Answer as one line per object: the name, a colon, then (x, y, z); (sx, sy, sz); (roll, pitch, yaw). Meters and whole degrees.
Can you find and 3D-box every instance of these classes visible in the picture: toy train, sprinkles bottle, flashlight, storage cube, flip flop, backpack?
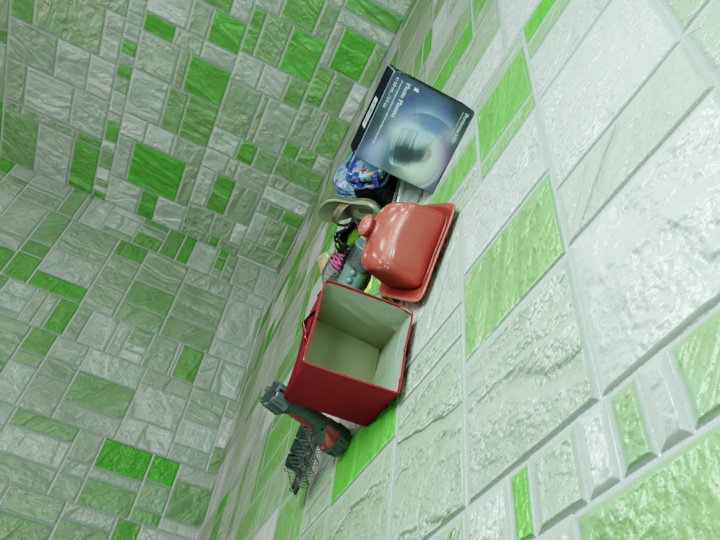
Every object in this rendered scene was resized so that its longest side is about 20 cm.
toy train: (0.000, 0.000, 1.418); (0.114, 0.085, 0.201); (-32, -25, -55)
sprinkles bottle: (-0.056, 0.053, 1.565); (0.068, 0.067, 0.202); (-50, 49, 53)
flashlight: (-0.109, 0.292, 1.232); (0.068, 0.199, 0.068); (1, 56, 59)
storage cube: (-0.025, 0.154, 1.151); (0.180, 0.198, 0.172); (119, 168, -54)
flip flop: (-0.032, -0.136, 1.550); (0.198, 0.081, 0.058); (6, 60, 39)
backpack: (0.017, -0.241, 1.584); (0.198, 0.135, 0.184); (4, 53, 35)

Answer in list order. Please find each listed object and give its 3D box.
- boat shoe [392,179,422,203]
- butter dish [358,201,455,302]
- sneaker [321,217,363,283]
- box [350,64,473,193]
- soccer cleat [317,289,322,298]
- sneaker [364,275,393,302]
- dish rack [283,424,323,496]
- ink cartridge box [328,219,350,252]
boat shoe: (0.083, -0.131, 1.484); (0.072, 0.068, 0.202); (-140, 73, -78)
butter dish: (0.063, -0.059, 1.208); (0.199, 0.147, 0.202); (7, 73, 67)
sneaker: (-0.040, -0.048, 1.491); (0.200, 0.087, 0.074); (-51, 56, 14)
box: (0.109, -0.309, 1.378); (0.124, 0.196, 0.202); (-102, 36, -66)
soccer cleat: (-0.034, 0.049, 1.648); (0.199, 0.073, 0.069); (-36, 57, 42)
sneaker: (0.051, 0.046, 1.344); (0.083, 0.074, 0.201); (27, 86, 44)
dish rack: (-0.121, 0.418, 1.434); (0.200, 0.054, 0.155); (-158, 89, -76)
ink cartridge box: (-0.031, -0.084, 1.868); (0.202, 0.083, 0.144); (-68, 13, -6)
